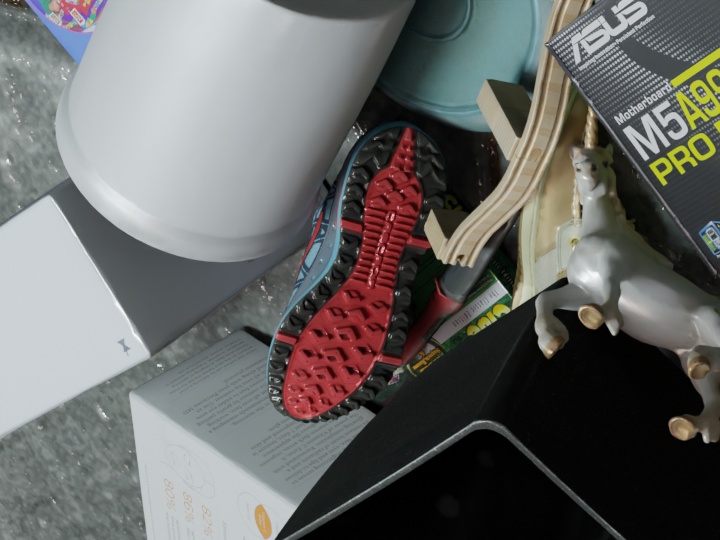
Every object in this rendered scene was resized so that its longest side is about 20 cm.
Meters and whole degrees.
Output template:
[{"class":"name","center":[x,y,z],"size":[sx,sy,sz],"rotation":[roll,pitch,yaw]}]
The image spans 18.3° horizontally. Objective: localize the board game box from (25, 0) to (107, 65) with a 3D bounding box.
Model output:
[{"class":"board game box","center":[-0.163,-0.234,1.441],"size":[0.135,0.045,0.200],"rotation":[50,138,2]}]

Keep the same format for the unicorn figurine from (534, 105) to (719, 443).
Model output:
[{"class":"unicorn figurine","center":[0.152,0.010,1.214],"size":[0.200,0.137,0.074],"rotation":[46,124,-7]}]

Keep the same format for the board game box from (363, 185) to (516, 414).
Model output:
[{"class":"board game box","center":[0.031,0.031,1.468],"size":[0.105,0.023,0.200],"rotation":[53,139,2]}]

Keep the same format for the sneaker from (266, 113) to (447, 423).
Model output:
[{"class":"sneaker","center":[0.000,0.000,1.394],"size":[0.079,0.096,0.201],"rotation":[22,102,-10]}]

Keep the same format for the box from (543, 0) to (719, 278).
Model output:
[{"class":"box","center":[0.209,-0.104,1.132],"size":[0.160,0.044,0.200],"rotation":[53,138,-3]}]

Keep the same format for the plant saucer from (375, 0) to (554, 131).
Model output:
[{"class":"plant saucer","center":[0.045,-0.168,1.318],"size":[0.200,0.027,0.201],"rotation":[23,131,29]}]

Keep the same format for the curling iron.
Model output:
[{"class":"curling iron","center":[0.049,0.006,1.385],"size":[0.050,0.026,0.200],"rotation":[51,145,6]}]

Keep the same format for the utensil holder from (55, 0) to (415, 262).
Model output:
[{"class":"utensil holder","center":[-0.069,-0.132,1.302],"size":[0.170,0.170,0.200],"rotation":[42,134,11]}]

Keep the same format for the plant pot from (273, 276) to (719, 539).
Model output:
[{"class":"plant pot","center":[0.102,0.125,1.268],"size":[0.199,0.178,0.200],"rotation":[41,134,-14]}]

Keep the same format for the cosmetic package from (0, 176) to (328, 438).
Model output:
[{"class":"cosmetic package","center":[-0.157,-0.009,1.474],"size":[0.199,0.200,0.123],"rotation":[-27,98,47]}]

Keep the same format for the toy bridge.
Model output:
[{"class":"toy bridge","center":[0.089,-0.083,1.263],"size":[0.067,0.027,0.201],"rotation":[-111,37,-50]}]

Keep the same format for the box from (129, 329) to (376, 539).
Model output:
[{"class":"box","center":[-0.052,0.161,1.540],"size":[0.200,0.106,0.153],"rotation":[30,136,38]}]

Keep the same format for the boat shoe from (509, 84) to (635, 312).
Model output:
[{"class":"boat shoe","center":[0.129,-0.015,1.323],"size":[0.066,0.074,0.201],"rotation":[12,123,14]}]
